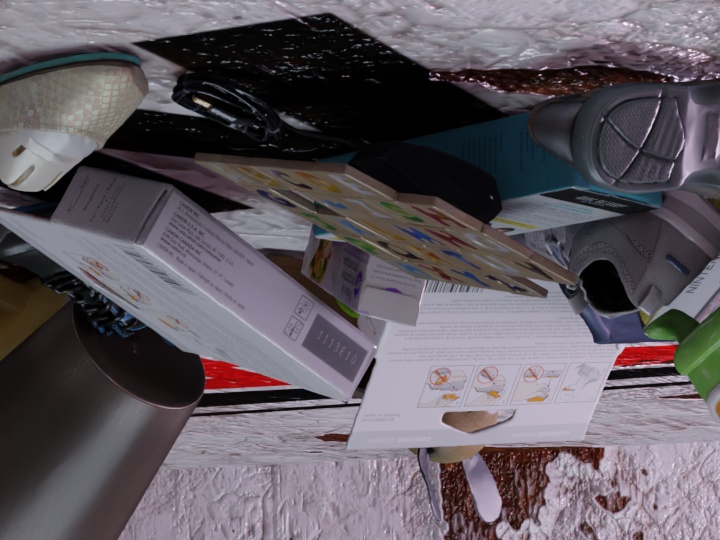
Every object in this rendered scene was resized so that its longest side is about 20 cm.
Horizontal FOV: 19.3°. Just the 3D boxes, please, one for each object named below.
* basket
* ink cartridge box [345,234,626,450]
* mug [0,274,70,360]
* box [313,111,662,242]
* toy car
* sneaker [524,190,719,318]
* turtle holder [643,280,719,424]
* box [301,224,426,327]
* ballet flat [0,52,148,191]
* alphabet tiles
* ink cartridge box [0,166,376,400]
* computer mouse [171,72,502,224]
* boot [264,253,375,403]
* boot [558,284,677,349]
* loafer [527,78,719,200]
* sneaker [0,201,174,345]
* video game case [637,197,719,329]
[{"bbox_3d":[-0.209,0.118,1.502,0.180,0.136,0.200,30,120,-23],"label":"basket"},{"bbox_3d":[0.093,0.045,1.475,0.199,0.044,0.174,0,130,-25],"label":"ink cartridge box"},{"bbox_3d":[-0.241,0.066,1.625,0.186,0.150,0.153,-2,165,-35],"label":"mug"},{"bbox_3d":[0.069,-0.050,1.218,0.199,0.050,0.082,-10,167,43],"label":"box"},{"bbox_3d":[0.078,0.086,1.573,0.157,0.201,0.164,-7,169,33],"label":"toy car"},{"bbox_3d":[0.139,-0.012,1.259,0.075,0.082,0.200,39,168,-13],"label":"sneaker"},{"bbox_3d":[0.264,0.035,1.192,0.141,0.132,0.185,-44,168,29],"label":"turtle holder"},{"bbox_3d":[0.000,0.000,1.366,0.041,0.039,0.200,12,-176,-14],"label":"box"},{"bbox_3d":[-0.182,-0.063,1.081,0.199,0.063,0.067,-9,168,39],"label":"ballet flat"},{"bbox_3d":[0.022,-0.022,1.135,0.167,0.008,0.200,28,171,-30],"label":"alphabet tiles"},{"bbox_3d":[-0.112,0.003,1.304,0.173,0.044,0.200,15,161,48],"label":"ink cartridge box"},{"bbox_3d":[-0.011,-0.057,1.108,0.199,0.034,0.059,19,165,-25],"label":"computer mouse"},{"bbox_3d":[-0.046,0.040,1.671,0.200,0.070,0.146,47,169,-31],"label":"boot"},{"bbox_3d":[0.199,0.020,1.426,0.090,0.073,0.200,-30,149,11],"label":"boot"},{"bbox_3d":[0.174,-0.071,1.093,0.199,0.072,0.063,4,-169,-37],"label":"loafer"},{"bbox_3d":[-0.168,0.002,1.408,0.073,0.083,0.199,-6,168,42],"label":"sneaker"},{"bbox_3d":[0.291,-0.019,1.282,0.199,0.026,0.181,3,144,-19],"label":"video game case"}]
